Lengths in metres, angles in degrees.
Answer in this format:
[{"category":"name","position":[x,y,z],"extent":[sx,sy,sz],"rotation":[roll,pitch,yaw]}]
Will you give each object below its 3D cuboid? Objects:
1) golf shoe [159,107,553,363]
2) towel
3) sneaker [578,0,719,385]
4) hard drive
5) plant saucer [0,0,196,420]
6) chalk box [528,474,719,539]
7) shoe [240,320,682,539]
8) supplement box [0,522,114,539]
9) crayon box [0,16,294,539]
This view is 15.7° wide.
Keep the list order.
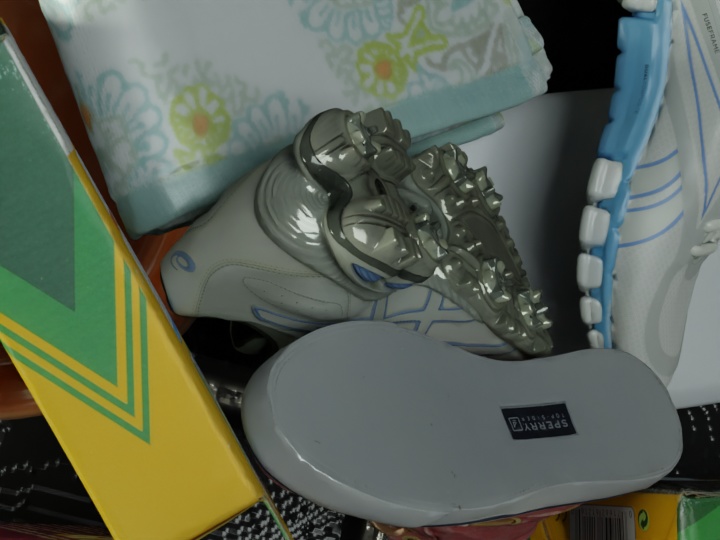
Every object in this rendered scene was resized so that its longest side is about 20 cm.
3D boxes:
[{"category":"golf shoe","position":[0.000,0.000,0.935],"extent":[0.200,0.097,0.078],"rotation":[28,39,-60]},{"category":"towel","position":[-0.033,-0.114,0.954],"extent":[0.200,0.048,0.171],"rotation":[-19,85,-38]},{"category":"sneaker","position":[0.135,-0.048,0.983],"extent":[0.087,0.075,0.200],"rotation":[11,99,17]},{"category":"hard drive","position":[0.055,-0.002,1.032],"extent":[0.200,0.025,0.132],"rotation":[-7,91,-26]},{"category":"plant saucer","position":[-0.135,-0.047,0.937],"extent":[0.200,0.032,0.201],"rotation":[1,89,-26]},{"category":"chalk box","position":[0.180,0.143,1.033],"extent":[0.200,0.125,0.124],"rotation":[2,87,-25]},{"category":"shoe","position":[0.019,0.069,0.926],"extent":[0.200,0.091,0.072],"rotation":[3,62,-44]},{"category":"supplement box","position":[-0.140,0.129,0.883],"extent":[0.200,0.110,0.086],"rotation":[6,86,-26]},{"category":"crayon box","position":[-0.091,0.017,0.865],"extent":[0.052,0.126,0.200],"rotation":[-30,102,-4]}]
